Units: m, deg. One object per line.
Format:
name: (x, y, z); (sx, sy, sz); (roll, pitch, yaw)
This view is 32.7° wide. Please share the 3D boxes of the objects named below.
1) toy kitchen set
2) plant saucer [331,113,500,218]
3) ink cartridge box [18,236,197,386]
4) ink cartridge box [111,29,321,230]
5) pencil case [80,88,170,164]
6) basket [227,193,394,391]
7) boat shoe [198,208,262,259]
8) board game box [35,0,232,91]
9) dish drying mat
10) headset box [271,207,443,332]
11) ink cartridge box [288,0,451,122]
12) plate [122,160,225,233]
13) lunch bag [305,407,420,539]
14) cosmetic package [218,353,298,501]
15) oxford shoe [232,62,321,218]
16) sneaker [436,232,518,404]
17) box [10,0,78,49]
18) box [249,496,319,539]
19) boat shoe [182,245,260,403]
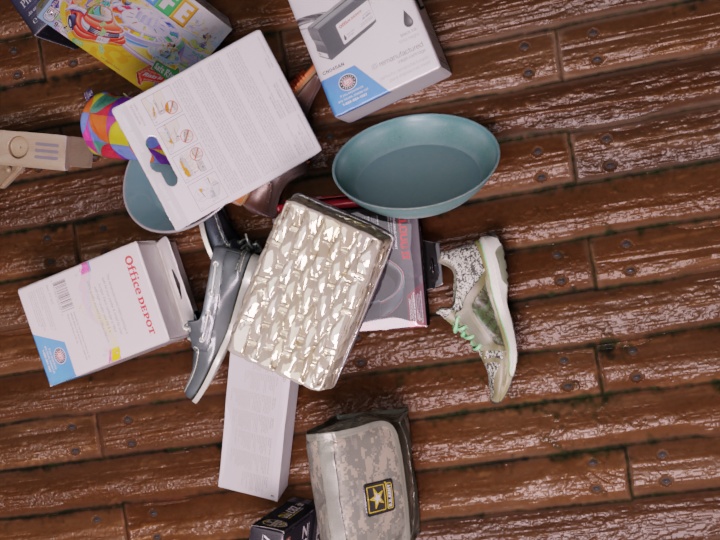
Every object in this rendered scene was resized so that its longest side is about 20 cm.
toy kitchen set: (-0.462, -0.078, 1.558); (0.178, 0.163, 0.203); (6, 94, 13)
plant saucer: (0.066, -0.117, 1.436); (0.197, 0.201, 0.036); (-1, 129, 14)
ink cartridge box: (-0.299, 0.047, 1.543); (0.198, 0.125, 0.130); (-20, 88, 13)
ink cartridge box: (-0.167, -0.163, 1.438); (0.198, 0.050, 0.164); (-29, 100, -7)
pencil case: (-0.258, -0.178, 1.517); (0.198, 0.088, 0.090); (13, 96, 34)
basket: (-0.058, 0.024, 1.389); (0.134, 0.123, 0.202); (23, 92, 4)
boat shoe: (-0.146, -0.004, 1.530); (0.061, 0.075, 0.202); (-21, 89, 15)
board game box: (-0.275, -0.309, 1.498); (0.199, 0.034, 0.135); (33, 110, -34)
dish drying mat: (0.002, -0.086, 1.488); (0.197, 0.077, 0.018); (-5, 93, 14)
headset box: (0.000, 0.000, 1.483); (0.197, 0.075, 0.151); (-4, 90, 5)
ink cartridge box: (0.003, -0.301, 1.475); (0.143, 0.084, 0.202); (-23, 86, 13)
plate: (-0.208, -0.130, 1.527); (0.198, 0.026, 0.202); (-15, 55, 22)
lunch bag: (0.001, 0.256, 1.441); (0.116, 0.200, 0.166); (-7, 90, 14)
cosmetic package: (-0.123, 0.179, 1.520); (0.081, 0.051, 0.203); (13, 111, 13)
oxford shoe: (-0.089, -0.161, 1.523); (0.072, 0.071, 0.201); (27, 101, -12)
sneaker: (0.134, 0.059, 1.457); (0.087, 0.077, 0.203); (-7, 83, -4)
box: (-0.369, -0.424, 1.543); (0.199, 0.123, 0.199); (-38, 82, 11)
box: (-0.099, 0.392, 1.491); (0.048, 0.161, 0.203); (8, 93, 14)
boat shoe: (-0.180, 0.063, 1.481); (0.061, 0.073, 0.202); (22, 105, -3)
